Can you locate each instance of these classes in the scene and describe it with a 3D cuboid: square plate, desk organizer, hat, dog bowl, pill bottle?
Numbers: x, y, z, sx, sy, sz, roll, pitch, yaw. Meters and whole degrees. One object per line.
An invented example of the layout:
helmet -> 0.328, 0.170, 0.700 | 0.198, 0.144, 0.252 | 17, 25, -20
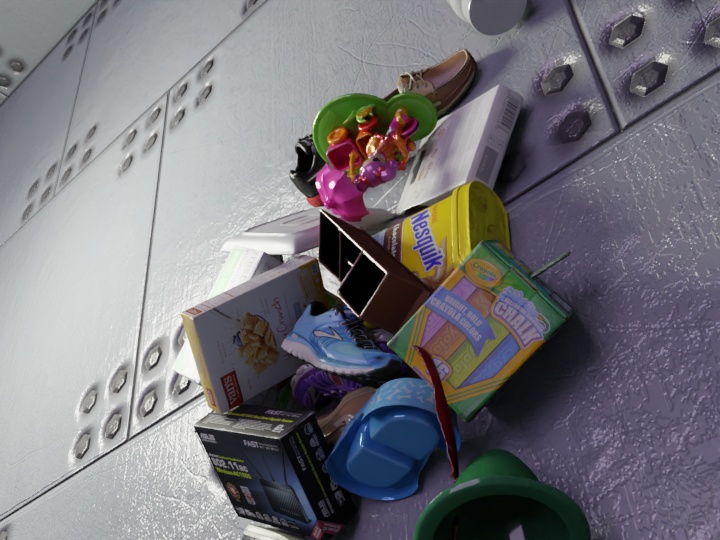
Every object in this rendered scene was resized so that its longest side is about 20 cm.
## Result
square plate -> -0.083, -0.064, 1.279 | 0.200, 0.198, 0.028 | 4, 112, 49
desk organizer -> 0.000, 0.000, 1.070 | 0.072, 0.077, 0.200 | -57, 38, 9
hat -> 0.133, 0.207, 0.859 | 0.165, 0.200, 0.176 | 0, 29, 2
dog bowl -> 0.038, 0.193, 0.972 | 0.200, 0.111, 0.050 | -55, 14, 42
pill bottle -> 0.178, -0.447, 1.305 | 0.110, 0.110, 0.200 | -42, 39, 19

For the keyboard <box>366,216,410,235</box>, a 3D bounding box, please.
keyboard -> 0.028, -0.049, 1.265 | 0.200, 0.011, 0.056 | -6, 59, 46

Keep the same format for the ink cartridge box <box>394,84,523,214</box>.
ink cartridge box -> 0.136, -0.158, 1.207 | 0.200, 0.050, 0.161 | -23, 43, 63

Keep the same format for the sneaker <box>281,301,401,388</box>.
sneaker -> -0.022, 0.082, 1.035 | 0.200, 0.078, 0.090 | 18, 85, 49

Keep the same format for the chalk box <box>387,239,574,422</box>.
chalk box -> 0.149, 0.045, 0.927 | 0.124, 0.124, 0.200 | 44, 102, 12

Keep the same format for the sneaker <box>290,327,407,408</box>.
sneaker -> -0.018, 0.145, 1.125 | 0.200, 0.081, 0.084 | -34, 64, 39

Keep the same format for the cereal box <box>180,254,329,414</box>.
cereal box -> -0.128, 0.082, 1.125 | 0.200, 0.144, 0.040 | -28, 28, -33

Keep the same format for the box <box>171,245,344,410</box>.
box -> -0.137, 0.094, 1.208 | 0.097, 0.176, 0.200 | 12, 74, 53

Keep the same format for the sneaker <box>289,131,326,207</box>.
sneaker -> -0.051, -0.207, 1.400 | 0.071, 0.098, 0.201 | 17, 76, 54

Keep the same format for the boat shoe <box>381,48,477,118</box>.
boat shoe -> 0.087, -0.268, 1.305 | 0.200, 0.074, 0.076 | -39, 40, 23

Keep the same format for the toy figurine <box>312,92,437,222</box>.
toy figurine -> 0.012, -0.152, 1.222 | 0.200, 0.150, 0.184 | -17, 38, 23

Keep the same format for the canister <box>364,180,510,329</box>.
canister -> 0.089, -0.011, 1.106 | 0.200, 0.087, 0.149 | -26, 49, 37

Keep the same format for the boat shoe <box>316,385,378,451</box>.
boat shoe -> -0.005, 0.203, 1.076 | 0.200, 0.071, 0.065 | -38, 46, 36

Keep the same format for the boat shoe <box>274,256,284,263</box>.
boat shoe -> -0.153, 0.037, 1.358 | 0.064, 0.071, 0.200 | -36, 40, 27

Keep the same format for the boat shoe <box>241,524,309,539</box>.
boat shoe -> -0.086, 0.360, 1.046 | 0.200, 0.075, 0.062 | -6, 65, 52

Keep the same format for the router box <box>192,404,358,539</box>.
router box -> -0.111, 0.251, 1.081 | 0.200, 0.150, 0.062 | -6, 22, 48
